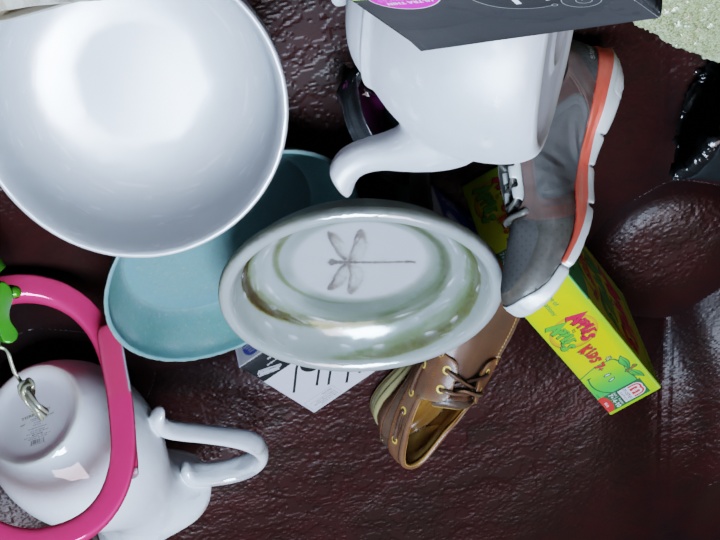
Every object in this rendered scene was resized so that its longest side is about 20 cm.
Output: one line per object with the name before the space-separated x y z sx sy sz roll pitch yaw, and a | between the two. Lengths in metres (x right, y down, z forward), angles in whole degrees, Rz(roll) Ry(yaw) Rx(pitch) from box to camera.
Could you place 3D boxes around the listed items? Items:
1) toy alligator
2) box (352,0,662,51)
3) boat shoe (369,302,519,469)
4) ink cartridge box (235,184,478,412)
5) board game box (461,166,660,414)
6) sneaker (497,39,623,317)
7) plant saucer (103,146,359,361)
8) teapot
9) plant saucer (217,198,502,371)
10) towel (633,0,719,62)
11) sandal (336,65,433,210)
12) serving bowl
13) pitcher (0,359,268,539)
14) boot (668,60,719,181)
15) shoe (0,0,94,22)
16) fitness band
toy alligator | -0.260 0.010 1.300 0.054 0.059 0.200 -41 103 -15
box | 0.072 -0.234 0.997 0.147 0.202 0.124 -4 168 27
boat shoe | 0.076 0.079 1.506 0.072 0.068 0.201 11 131 -28
ink cartridge box | 0.008 0.024 1.442 0.199 0.044 0.094 -36 137 20
board game box | 0.153 0.014 1.434 0.047 0.102 0.200 -30 137 14
sneaker | 0.114 -0.069 1.297 0.081 0.201 0.077 21 162 -19
plant saucer | -0.095 -0.019 1.342 0.199 0.036 0.201 -22 144 -17
teapot | 0.054 -0.167 1.152 0.145 0.201 0.198 13 151 10
plant saucer | 0.000 0.000 1.334 0.198 0.051 0.201 -2 146 -1
towel | 0.218 -0.216 1.255 0.199 0.037 0.148 21 128 -34
sandal | 0.015 -0.091 1.296 0.048 0.076 0.201 -17 139 -4
serving bowl | -0.142 -0.112 1.204 0.198 0.066 0.202 1 113 2
pitcher | -0.177 0.137 1.453 0.171 0.122 0.200 -24 147 12
boot | 0.300 -0.073 1.409 0.161 0.074 0.199 7 126 -27
shoe | -0.222 -0.162 1.114 0.199 0.054 0.070 -12 -172 26
fitness band | -0.231 0.100 1.341 0.142 0.202 0.037 -8 165 -7
